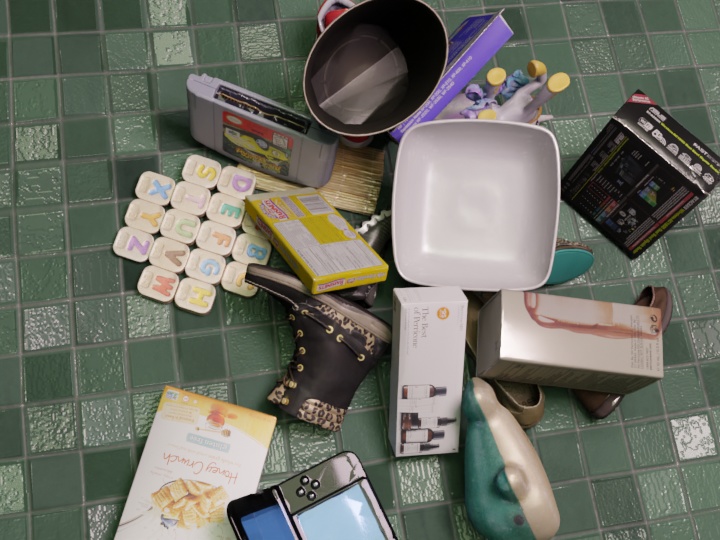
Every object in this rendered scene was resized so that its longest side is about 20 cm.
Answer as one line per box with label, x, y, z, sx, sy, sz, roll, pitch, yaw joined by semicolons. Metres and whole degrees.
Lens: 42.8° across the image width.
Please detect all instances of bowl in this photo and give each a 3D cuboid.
bowl;0.139;-0.079;1.114;0.197;0.075;0.203;3;94;9

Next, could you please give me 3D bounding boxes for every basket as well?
basket;0.005;-0.240;1.114;0.180;0.200;0.137;-37;101;-1

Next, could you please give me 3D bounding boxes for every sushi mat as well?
sushi mat;-0.067;-0.139;1.241;0.197;0.012;0.097;13;71;-3

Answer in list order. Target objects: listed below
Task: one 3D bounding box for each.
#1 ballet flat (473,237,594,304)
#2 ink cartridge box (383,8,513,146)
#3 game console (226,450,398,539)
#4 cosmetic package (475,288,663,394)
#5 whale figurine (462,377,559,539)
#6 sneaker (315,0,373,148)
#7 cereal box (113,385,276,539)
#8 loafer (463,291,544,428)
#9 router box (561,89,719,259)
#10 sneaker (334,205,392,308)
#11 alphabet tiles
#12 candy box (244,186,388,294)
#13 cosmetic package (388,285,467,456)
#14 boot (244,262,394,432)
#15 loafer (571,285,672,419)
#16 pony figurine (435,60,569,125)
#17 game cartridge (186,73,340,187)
ballet flat;0.219;-0.010;1.200;0.198;0.068;0.075;-20;50;-33
ink cartridge box;0.105;-0.242;1.170;0.043;0.200;0.198;42;96;-12
game console;-0.035;0.322;1.036;0.174;0.117;0.202;-23;77;-14
cosmetic package;0.245;0.086;1.091;0.197;0.103;0.088;7;71;-9
whale figurine;0.156;0.231;1.079;0.103;0.159;0.202;-26;94;8
sneaker;-0.020;-0.273;1.235;0.070;0.113;0.202;-11;70;-11
cereal box;-0.192;0.252;1.077;0.142;0.040;0.202;15;70;-3
loafer;0.180;0.101;1.166;0.075;0.068;0.201;-27;77;-16
router box;0.359;-0.119;1.193;0.150;0.200;0.062;43;66;7
sneaker;0.000;0.000;1.179;0.200;0.067;0.091;-40;84;-14
alphabet tiles;-0.209;-0.048;1.184;0.193;0.015;0.202;19;73;-2
candy box;-0.058;-0.042;1.125;0.101;0.027;0.200;-12;38;-27
cosmetic package;0.079;0.122;1.094;0.081;0.051;0.203;-3;111;-10
boot;-0.071;0.091;1.104;0.198;0.073;0.152;26;92;-12
loafer;0.336;0.093;1.187;0.071;0.073;0.201;34;70;3
pony figurine;0.179;-0.192;1.216;0.191;0.200;0.168;-26;77;-1
game cartridge;-0.126;-0.172;1.166;0.198;0.133;0.041;22;71;1
